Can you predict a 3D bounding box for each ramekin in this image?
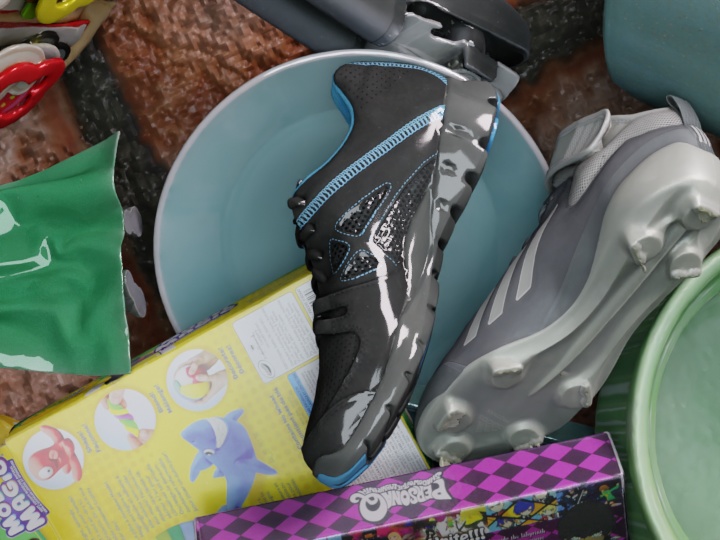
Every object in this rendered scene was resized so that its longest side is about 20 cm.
[{"bbox_3d":[0.208,0.078,1.277,0.199,0.098,0.202,1,86,-13],"label":"ramekin"}]

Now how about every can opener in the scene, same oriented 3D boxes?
[{"bbox_3d":[-0.004,-0.128,1.271,0.199,0.053,0.067,26,52,-34],"label":"can opener"}]

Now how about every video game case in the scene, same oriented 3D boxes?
[{"bbox_3d":[0.033,0.170,1.276,0.199,0.036,0.182,-12,130,-1],"label":"video game case"}]

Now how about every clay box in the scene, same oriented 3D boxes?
[{"bbox_3d":[-0.078,0.091,1.276,0.199,0.048,0.115,-28,98,4],"label":"clay box"}]

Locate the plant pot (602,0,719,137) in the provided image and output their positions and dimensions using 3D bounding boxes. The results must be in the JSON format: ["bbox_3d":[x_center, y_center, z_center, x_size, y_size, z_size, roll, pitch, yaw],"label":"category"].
[{"bbox_3d":[0.229,-0.122,1.226,0.195,0.200,0.201,23,92,24],"label":"plant pot"}]

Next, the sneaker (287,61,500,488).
[{"bbox_3d":[0.000,0.000,1.225,0.081,0.073,0.201,17,73,0],"label":"sneaker"}]

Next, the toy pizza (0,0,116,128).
[{"bbox_3d":[-0.169,-0.111,1.204,0.200,0.200,0.032,-40,72,0],"label":"toy pizza"}]

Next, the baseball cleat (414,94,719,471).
[{"bbox_3d":[0.094,0.004,1.240,0.070,0.107,0.200,30,120,-32],"label":"baseball cleat"}]

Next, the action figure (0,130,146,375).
[{"bbox_3d":[-0.203,0.006,1.291,0.199,0.055,0.119,-7,69,12],"label":"action figure"}]

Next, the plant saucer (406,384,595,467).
[{"bbox_3d":[0.059,0.100,1.319,0.199,0.019,0.070,14,104,-7],"label":"plant saucer"}]

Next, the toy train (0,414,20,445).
[{"bbox_3d":[-0.196,0.162,1.308,0.149,0.056,0.201,-22,93,-1],"label":"toy train"}]

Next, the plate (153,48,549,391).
[{"bbox_3d":[0.000,-0.014,1.299,0.199,0.026,0.201,0,112,0],"label":"plate"}]
